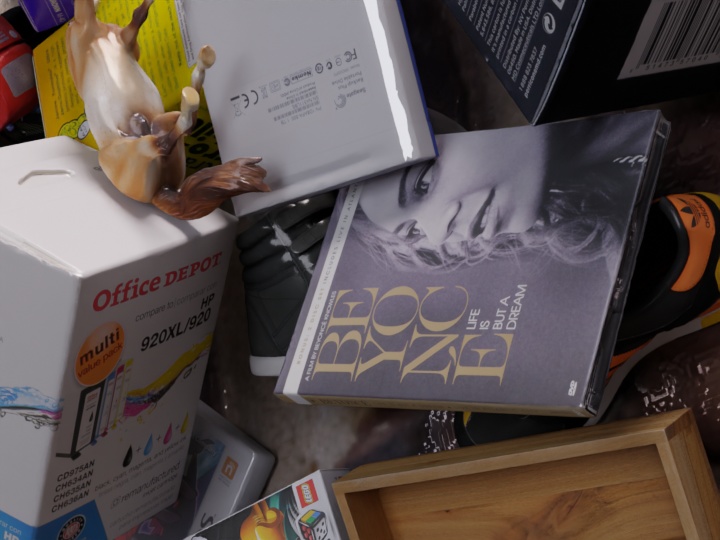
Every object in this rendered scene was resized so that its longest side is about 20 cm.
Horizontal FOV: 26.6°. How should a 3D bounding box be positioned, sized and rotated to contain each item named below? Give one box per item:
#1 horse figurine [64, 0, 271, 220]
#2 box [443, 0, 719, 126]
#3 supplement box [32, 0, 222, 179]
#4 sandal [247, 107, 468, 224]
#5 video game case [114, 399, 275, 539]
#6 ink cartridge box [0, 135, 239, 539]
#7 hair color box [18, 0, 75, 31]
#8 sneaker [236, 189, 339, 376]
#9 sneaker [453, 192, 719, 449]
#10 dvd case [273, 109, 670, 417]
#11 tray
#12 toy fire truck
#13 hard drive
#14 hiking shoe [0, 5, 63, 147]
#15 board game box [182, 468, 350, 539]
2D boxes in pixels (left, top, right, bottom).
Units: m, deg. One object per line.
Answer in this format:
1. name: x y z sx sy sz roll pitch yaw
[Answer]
1. horse figurine: -0.124 -0.100 0.850 0.200 0.050 0.133 60 143 23
2. box: 0.110 -0.182 0.739 0.200 0.148 0.104 59 149 32
3. supplement box: -0.097 -0.127 0.954 0.200 0.109 0.110 -30 62 33
4. sandal: -0.004 -0.069 0.894 0.202 0.083 0.050 -3 35 43
5. video game case: -0.156 0.157 0.997 0.200 0.023 0.182 30 100 42
6. ink cartridge box: -0.183 0.045 0.880 0.145 0.147 0.200 25 115 23
7. hair color box: -0.135 -0.241 0.977 0.200 0.065 0.109 -20 62 -2
8. sneaker: 0.000 0.000 0.846 0.200 0.071 0.099 -10 97 43
9. sneaker: 0.104 0.027 0.751 0.200 0.090 0.070 -41 56 26
10. dvd case: 0.049 -0.003 0.745 0.200 0.016 0.149 -3 63 45
11. tray: 0.085 0.134 0.758 0.200 0.037 0.099 -15 95 37
12. toy fire truck: -0.257 -0.068 1.050 0.141 0.049 0.200 49 134 -4
13. hard drive: -0.039 -0.141 0.812 0.132 0.025 0.200 -15 88 38
14. hiking shoe: -0.228 -0.141 1.072 0.200 0.101 0.076 -45 42 22
15. board game box: -0.031 0.227 0.849 0.126 0.035 0.200 -31 66 31
